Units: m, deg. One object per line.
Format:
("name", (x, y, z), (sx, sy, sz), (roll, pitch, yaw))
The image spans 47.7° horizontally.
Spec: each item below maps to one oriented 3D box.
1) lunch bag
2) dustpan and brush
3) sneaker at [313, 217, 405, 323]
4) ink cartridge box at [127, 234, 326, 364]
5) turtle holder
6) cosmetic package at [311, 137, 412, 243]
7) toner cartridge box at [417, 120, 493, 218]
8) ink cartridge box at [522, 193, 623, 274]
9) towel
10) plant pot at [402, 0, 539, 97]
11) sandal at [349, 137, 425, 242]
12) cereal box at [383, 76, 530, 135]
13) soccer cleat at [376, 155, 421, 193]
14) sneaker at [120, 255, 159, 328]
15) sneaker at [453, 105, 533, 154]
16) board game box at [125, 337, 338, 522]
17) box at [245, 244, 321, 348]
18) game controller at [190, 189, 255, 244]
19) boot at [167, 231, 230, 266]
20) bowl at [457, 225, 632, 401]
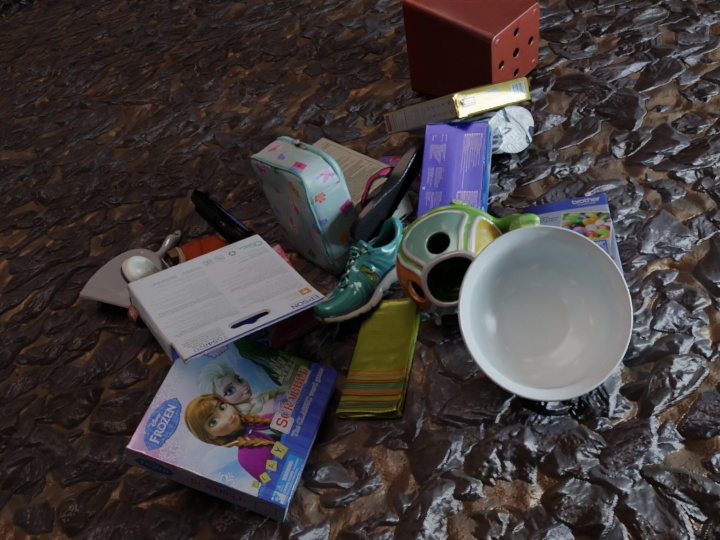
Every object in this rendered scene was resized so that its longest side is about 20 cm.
("lunch bag", (-0.079, -0.103, 1.221), (0.077, 0.201, 0.160), (-36, 39, -21))
("dustpan and brush", (-0.357, -0.007, 1.366), (0.138, 0.057, 0.201), (12, 55, 20))
("sneaker", (0.000, 0.000, 1.154), (0.077, 0.080, 0.200), (11, 45, 44))
("ink cartridge box", (-0.171, 0.041, 1.042), (0.198, 0.041, 0.200), (-23, 37, -24))
("turtle holder", (0.137, -0.009, 1.056), (0.184, 0.142, 0.132), (1, 18, 4))
("cosmetic package", (-0.024, -0.130, 1.315), (0.103, 0.088, 0.199), (-39, 43, -18))
("toner cartridge box", (0.135, -0.113, 1.177), (0.094, 0.043, 0.202), (2, 77, 21))
("ink cartridge box", (0.285, -0.041, 1.112), (0.118, 0.042, 0.201), (-9, 39, 15))
("towel", (0.028, 0.110, 1.074), (0.085, 0.018, 0.201), (-4, 42, 19))
("plant pot", (0.212, -0.420, 1.470), (0.176, 0.201, 0.200), (34, 63, 31))
("sandal", (0.037, -0.120, 1.203), (0.045, 0.075, 0.201), (27, 64, 19))
("cereal box", (0.145, -0.254, 1.268), (0.143, 0.040, 0.200), (-20, 10, -26))
("soccer cleat", (0.088, -0.156, 1.301), (0.067, 0.077, 0.200), (-36, 42, -19))
("sneaker", (-0.313, 0.043, 1.191), (0.084, 0.200, 0.075), (-33, 70, 0))
("sneaker", (0.179, -0.215, 1.324), (0.198, 0.080, 0.129), (-32, 26, -30))
("board game box", (-0.150, 0.176, 0.994), (0.198, 0.041, 0.201), (19, 48, 3))
("box", (-0.169, 0.065, 1.153), (0.199, 0.096, 0.100), (-29, 41, -8))
("game controller", (-0.204, -0.072, 1.322), (0.200, 0.104, 0.042), (38, 99, 46))
("boot", (-0.229, -0.005, 1.274), (0.107, 0.076, 0.200), (-25, 31, -14))
("bowl", (0.210, 0.056, 0.964), (0.199, 0.090, 0.203), (0, 77, 2))
